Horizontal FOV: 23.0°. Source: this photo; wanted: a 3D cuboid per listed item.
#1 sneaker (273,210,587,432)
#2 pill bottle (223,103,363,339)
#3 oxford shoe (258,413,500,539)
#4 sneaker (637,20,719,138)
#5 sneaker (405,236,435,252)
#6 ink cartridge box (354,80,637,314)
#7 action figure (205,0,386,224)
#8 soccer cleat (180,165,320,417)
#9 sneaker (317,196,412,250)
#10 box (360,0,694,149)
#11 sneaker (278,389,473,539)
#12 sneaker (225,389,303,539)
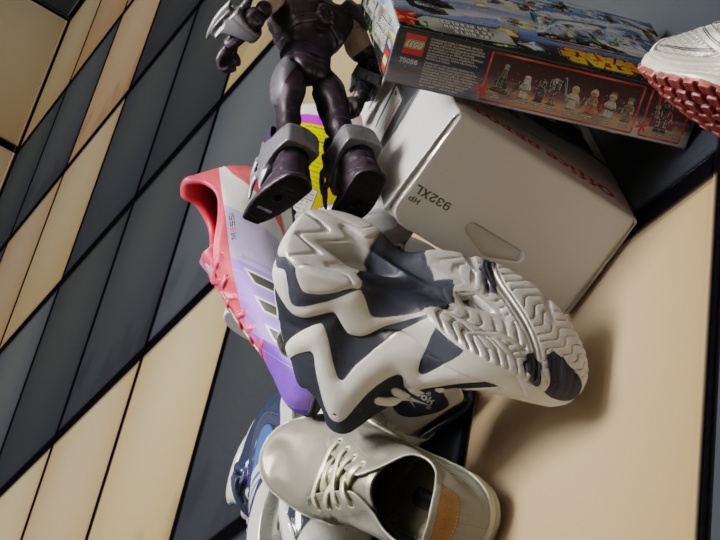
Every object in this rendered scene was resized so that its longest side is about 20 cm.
[{"bbox_3d":[0.034,0.055,1.086,0.130,0.198,0.080,107,-177,-46],"label":"sneaker"},{"bbox_3d":[-0.050,-0.036,1.521,0.104,0.104,0.201,-24,41,60],"label":"pill bottle"},{"bbox_3d":[0.000,0.132,1.118,0.199,0.058,0.076,14,91,45],"label":"oxford shoe"},{"bbox_3d":[0.233,-0.116,0.973,0.200,0.078,0.083,8,67,60],"label":"sneaker"},{"bbox_3d":[0.003,0.046,1.335,0.200,0.073,0.082,128,157,-55],"label":"sneaker"},{"bbox_3d":[0.084,-0.078,1.171,0.084,0.145,0.200,-53,21,20],"label":"ink cartridge box"},{"bbox_3d":[-0.036,-0.122,1.135,0.069,0.129,0.201,128,148,-45],"label":"action figure"},{"bbox_3d":[-0.071,0.013,1.200,0.068,0.073,0.201,117,144,-50],"label":"soccer cleat"},{"bbox_3d":[0.000,0.000,1.235,0.200,0.074,0.083,-42,64,61],"label":"sneaker"},{"bbox_3d":[0.105,-0.140,1.123,0.137,0.198,0.040,-102,26,-63],"label":"box"},{"bbox_3d":[0.014,0.107,1.195,0.200,0.079,0.130,-61,8,-30],"label":"sneaker"},{"bbox_3d":[-0.056,0.180,1.302,0.147,0.080,0.201,125,157,-53],"label":"sneaker"}]
